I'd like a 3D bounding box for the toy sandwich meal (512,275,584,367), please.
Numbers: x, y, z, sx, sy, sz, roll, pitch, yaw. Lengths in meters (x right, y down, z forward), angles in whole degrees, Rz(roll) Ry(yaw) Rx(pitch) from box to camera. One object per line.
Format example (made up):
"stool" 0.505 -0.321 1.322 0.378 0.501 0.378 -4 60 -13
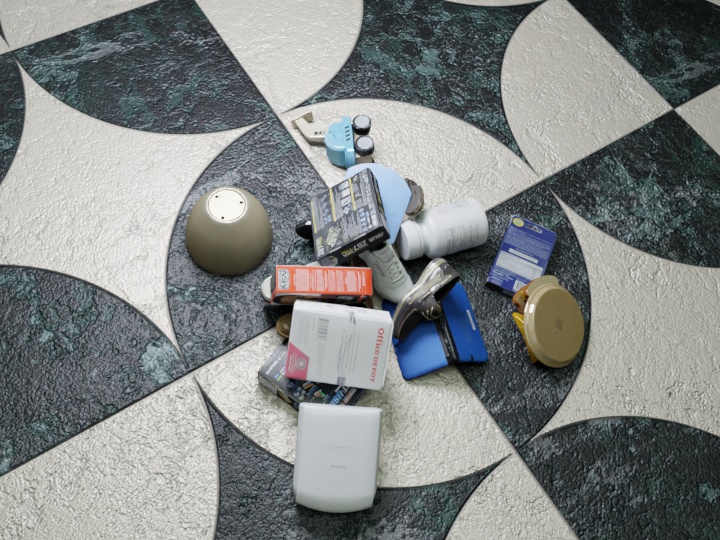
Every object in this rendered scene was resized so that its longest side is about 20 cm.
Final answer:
"toy sandwich meal" 0.416 0.117 1.623 0.204 0.070 0.207 6 79 -32

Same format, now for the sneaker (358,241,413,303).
"sneaker" 0.052 -0.008 1.571 0.075 0.100 0.201 -38 94 -12

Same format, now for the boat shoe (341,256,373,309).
"boat shoe" 0.000 0.000 1.635 0.067 0.072 0.202 -11 65 -14

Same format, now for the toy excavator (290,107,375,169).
"toy excavator" -0.069 -0.329 1.797 0.198 0.100 0.196 -6 61 -1

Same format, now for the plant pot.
"plant pot" -0.294 -0.109 1.619 0.198 0.135 0.202 3 62 -6

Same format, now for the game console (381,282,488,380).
"game console" 0.165 0.133 1.618 0.170 0.118 0.202 7 56 -40

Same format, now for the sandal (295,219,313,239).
"sandal" -0.059 -0.109 1.688 0.199 0.075 0.048 -5 64 -21

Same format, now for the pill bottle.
"pill bottle" 0.185 -0.091 1.684 0.198 0.115 0.115 -16 65 -16

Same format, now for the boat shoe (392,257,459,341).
"boat shoe" 0.138 0.069 1.548 0.073 0.074 0.201 34 90 31

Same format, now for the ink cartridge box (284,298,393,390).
"ink cartridge box" -0.044 0.148 1.455 0.198 0.083 0.148 8 101 -5

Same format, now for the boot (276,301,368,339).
"boot" -0.078 0.097 1.521 0.198 0.076 0.074 -7 62 -12

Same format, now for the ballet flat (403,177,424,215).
"ballet flat" 0.125 -0.169 1.705 0.046 0.200 0.067 37 102 -18

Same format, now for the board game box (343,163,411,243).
"board game box" 0.023 -0.141 1.658 0.157 0.039 0.202 20 81 5

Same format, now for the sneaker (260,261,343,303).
"sneaker" -0.125 0.031 1.595 0.198 0.085 0.076 -8 75 -17

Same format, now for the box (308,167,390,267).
"box" -0.028 -0.112 1.549 0.160 0.049 0.201 -26 43 14

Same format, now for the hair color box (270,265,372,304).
"hair color box" -0.083 0.033 1.505 0.198 0.102 0.062 2 73 -13

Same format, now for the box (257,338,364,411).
"box" -0.080 0.206 1.528 0.198 0.050 0.200 35 62 10

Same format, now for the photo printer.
"photo printer" -0.046 0.364 1.407 0.165 0.069 0.202 6 85 -6

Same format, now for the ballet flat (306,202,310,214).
"ballet flat" -0.032 -0.155 1.728 0.198 0.072 0.072 -2 62 -11

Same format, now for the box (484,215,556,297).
"box" 0.383 -0.027 1.722 0.120 0.032 0.201 24 64 5
